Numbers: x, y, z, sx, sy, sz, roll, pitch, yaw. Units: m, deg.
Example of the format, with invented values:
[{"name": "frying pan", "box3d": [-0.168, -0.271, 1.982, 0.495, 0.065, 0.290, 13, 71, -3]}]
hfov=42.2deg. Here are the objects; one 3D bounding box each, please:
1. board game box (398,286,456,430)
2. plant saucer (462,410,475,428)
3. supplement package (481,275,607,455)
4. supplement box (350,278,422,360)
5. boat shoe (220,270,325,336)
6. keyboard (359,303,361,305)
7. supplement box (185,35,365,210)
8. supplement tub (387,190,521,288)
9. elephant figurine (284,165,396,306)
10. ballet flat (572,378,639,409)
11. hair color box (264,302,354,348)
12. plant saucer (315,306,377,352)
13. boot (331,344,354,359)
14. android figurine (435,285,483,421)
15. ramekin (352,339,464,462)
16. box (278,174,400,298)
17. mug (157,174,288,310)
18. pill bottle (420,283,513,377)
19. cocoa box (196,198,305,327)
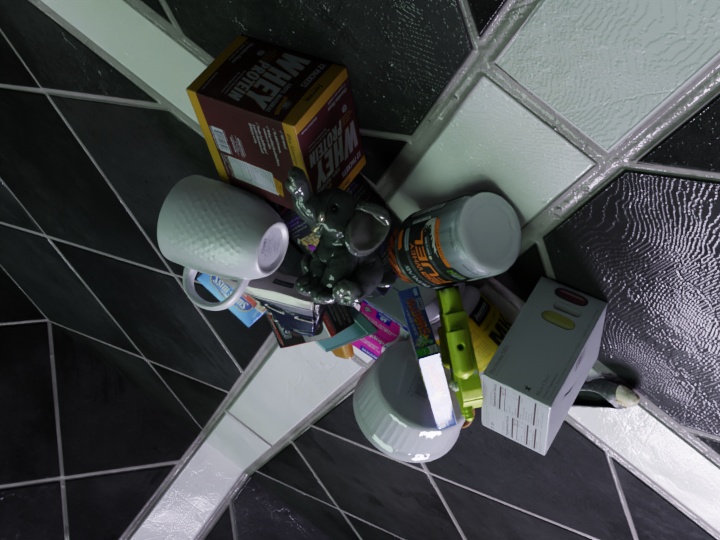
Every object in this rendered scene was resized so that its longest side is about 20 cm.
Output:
[{"name": "board game box", "box3d": [0.105, 0.140, 1.458, 0.201, 0.034, 0.136, 72, -179, -48]}, {"name": "plant saucer", "box3d": [0.148, 0.249, 1.916, 0.200, 0.032, 0.201, 29, 151, 17]}, {"name": "supplement package", "box3d": [0.276, 0.143, 1.408, 0.110, 0.200, 0.156, 23, 149, 23]}, {"name": "supplement box", "box3d": [0.058, 0.084, 1.690, 0.101, 0.104, 0.200, 32, 154, 9]}, {"name": "boat shoe", "box3d": [-0.150, 0.048, 1.562, 0.199, 0.075, 0.093, 20, 133, 15]}, {"name": "keyboard", "box3d": [0.000, 0.000, 1.716, 0.104, 0.040, 0.200, 49, 164, 33]}, {"name": "supplement box", "box3d": [-0.121, -0.214, 1.399, 0.199, 0.133, 0.198, 23, 149, 26]}, {"name": "supplement tub", "box3d": [0.133, -0.040, 1.381, 0.123, 0.123, 0.200, 46, 152, -16]}, {"name": "elephant figurine", "box3d": [-0.025, -0.059, 1.354, 0.141, 0.155, 0.201, 8, 110, 13]}, {"name": "ballet flat", "box3d": [0.381, 0.215, 1.555, 0.066, 0.057, 0.200, 47, 151, -21]}, {"name": "hair color box", "box3d": [-0.100, 0.075, 1.680, 0.200, 0.061, 0.102, -20, 97, 57]}, {"name": "plant saucer", "box3d": [-0.040, 0.111, 1.714, 0.070, 0.019, 0.200, 45, 150, -10]}, {"name": "boot", "box3d": [-0.037, 0.102, 1.785, 0.201, 0.070, 0.145, -156, 48, -73]}, {"name": "android figurine", "box3d": [0.146, 0.123, 1.395, 0.182, 0.041, 0.201, -151, 51, -89]}, {"name": "ramekin", "box3d": [0.095, 0.216, 1.596, 0.200, 0.201, 0.098, 33, 140, 7]}, {"name": "box", "box3d": [-0.021, -0.061, 1.530, 0.200, 0.122, 0.106, 48, 152, -19]}, {"name": "mug", "box3d": [-0.218, -0.035, 1.486, 0.175, 0.201, 0.148, 18, 179, 24]}, {"name": "pill bottle", "box3d": [0.185, 0.099, 1.545, 0.200, 0.114, 0.114, 43, 152, -13]}, {"name": "cocoa box", "box3d": [-0.190, -0.017, 1.686, 0.133, 0.131, 0.200, 45, -163, -13]}]
